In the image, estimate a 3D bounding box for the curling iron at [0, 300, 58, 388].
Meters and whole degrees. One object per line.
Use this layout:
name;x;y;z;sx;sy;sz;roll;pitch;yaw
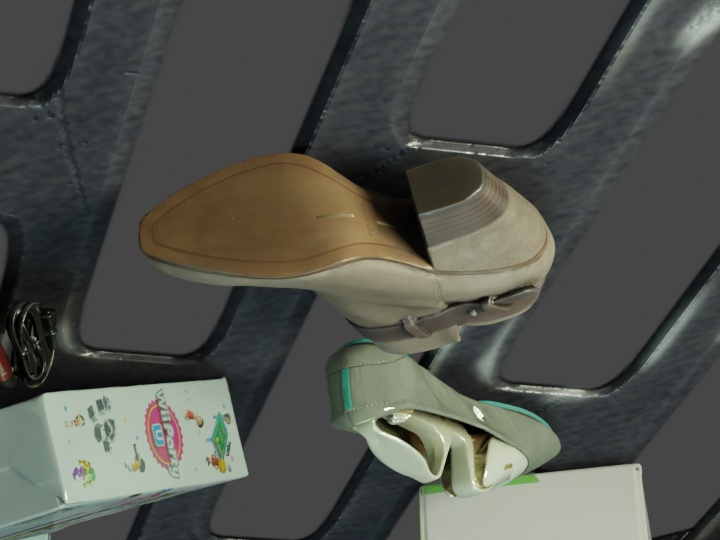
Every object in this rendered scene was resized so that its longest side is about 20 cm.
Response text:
curling iron;-0.205;-0.002;1.275;0.025;0.050;0.200;10;150;27

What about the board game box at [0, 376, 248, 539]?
board game box;-0.175;0.111;1.371;0.147;0.065;0.200;-18;172;24

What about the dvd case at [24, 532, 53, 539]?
dvd case;-0.268;0.222;1.682;0.145;0.022;0.200;-3;150;0

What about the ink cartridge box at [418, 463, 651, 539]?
ink cartridge box;0.123;0.210;1.628;0.144;0.085;0.200;-7;151;7

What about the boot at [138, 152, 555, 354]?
boot;0.000;0.000;1.265;0.199;0.071;0.146;-7;153;8

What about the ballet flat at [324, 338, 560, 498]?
ballet flat;0.049;0.101;1.451;0.067;0.064;0.200;-23;145;32
